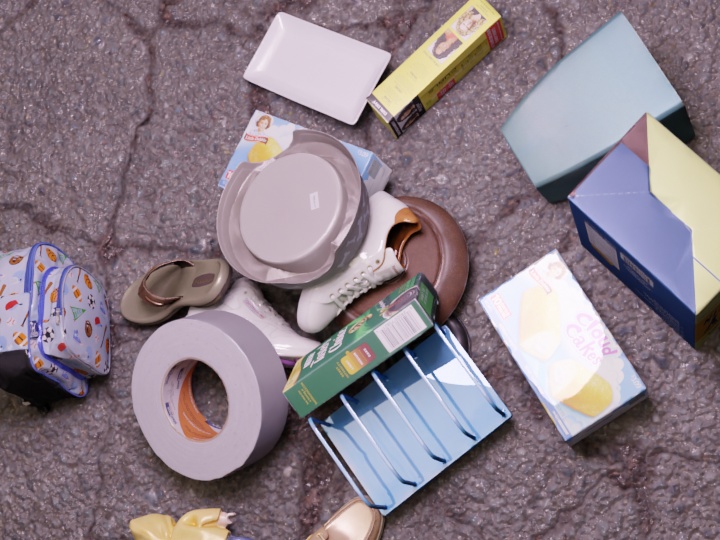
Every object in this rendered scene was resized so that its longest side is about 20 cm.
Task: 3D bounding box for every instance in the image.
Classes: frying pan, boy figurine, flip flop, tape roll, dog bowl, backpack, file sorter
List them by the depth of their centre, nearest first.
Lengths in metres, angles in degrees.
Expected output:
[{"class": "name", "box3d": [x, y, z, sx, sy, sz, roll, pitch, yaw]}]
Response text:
[{"class": "file sorter", "box3d": [0.058, 0.173, 1.615, 0.199, 0.123, 0.139, -38, 75, 3]}, {"class": "dog bowl", "box3d": [-0.077, -0.069, 1.662, 0.197, 0.059, 0.203, -10, 66, 23]}, {"class": "boy figurine", "box3d": [-0.199, 0.356, 1.693, 0.197, 0.064, 0.126, 12, 80, 17]}, {"class": "tape roll", "box3d": [-0.189, 0.155, 1.697, 0.198, 0.066, 0.204, 5, 99, 29]}, {"class": "frying pan", "box3d": [0.055, 0.124, 1.706, 0.190, 0.031, 0.115, -44, 69, -2]}, {"class": "flip flop", "box3d": [-0.246, 0.019, 1.760, 0.198, 0.057, 0.082, -11, 60, 43]}, {"class": "backpack", "box3d": [-0.412, 0.062, 1.762, 0.152, 0.200, 0.193, -15, 66, 5]}]

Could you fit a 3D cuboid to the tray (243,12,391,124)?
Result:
[{"class": "tray", "box3d": [-0.057, -0.268, 1.816, 0.198, 0.022, 0.108, 26, 85, 30]}]

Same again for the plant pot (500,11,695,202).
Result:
[{"class": "plant pot", "box3d": [0.283, -0.183, 1.669, 0.199, 0.141, 0.142, -34, 71, 12]}]

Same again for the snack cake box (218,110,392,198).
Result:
[{"class": "snack cake box", "box3d": [-0.072, -0.119, 1.755, 0.198, 0.067, 0.116, 22, 83, 31]}]

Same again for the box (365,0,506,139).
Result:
[{"class": "box", "box3d": [0.099, -0.264, 1.765, 0.200, 0.075, 0.050, -43, 73, 0]}]

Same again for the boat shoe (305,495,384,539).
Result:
[{"class": "boat shoe", "box3d": [-0.046, 0.357, 1.649, 0.073, 0.069, 0.201, 36, 86, 21]}]

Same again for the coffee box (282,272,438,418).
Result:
[{"class": "coffee box", "box3d": [0.002, 0.088, 1.621, 0.199, 0.123, 0.044, -36, 98, 15]}]

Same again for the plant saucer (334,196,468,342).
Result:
[{"class": "plant saucer", "box3d": [0.038, -0.005, 1.721, 0.197, 0.034, 0.203, -8, 67, 21]}]

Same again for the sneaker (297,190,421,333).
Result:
[{"class": "sneaker", "box3d": [0.000, 0.000, 1.673, 0.084, 0.073, 0.201, 32, 85, 32]}]

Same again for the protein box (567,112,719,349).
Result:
[{"class": "protein box", "box3d": [0.360, -0.040, 1.575, 0.135, 0.200, 0.199, -45, 70, 0]}]

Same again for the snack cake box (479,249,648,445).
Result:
[{"class": "snack cake box", "box3d": [0.244, 0.093, 1.635, 0.114, 0.067, 0.201, -33, 71, 5]}]

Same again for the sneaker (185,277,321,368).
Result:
[{"class": "sneaker", "box3d": [-0.133, 0.064, 1.742, 0.197, 0.075, 0.101, 16, 82, 17]}]
